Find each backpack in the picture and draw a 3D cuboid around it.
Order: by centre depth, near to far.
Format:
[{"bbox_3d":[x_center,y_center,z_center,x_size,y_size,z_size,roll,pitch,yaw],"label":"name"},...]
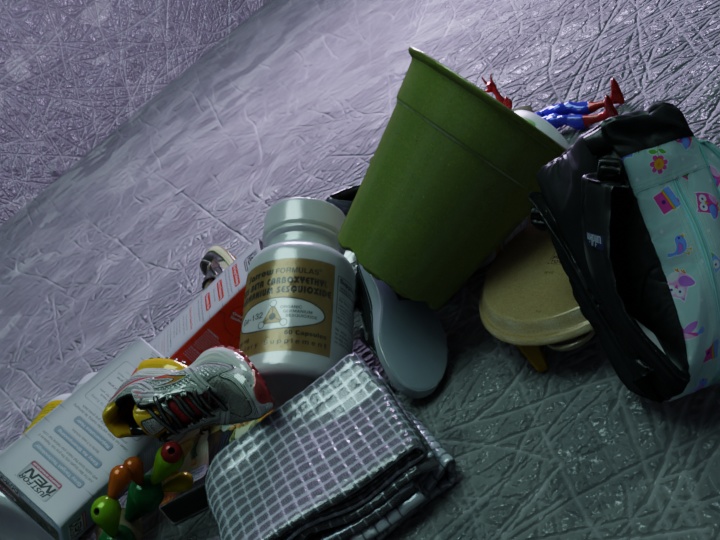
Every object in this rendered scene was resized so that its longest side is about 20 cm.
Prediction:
[{"bbox_3d":[0.220,-0.009,0.691,0.126,0.201,0.167,-21,-7,-6],"label":"backpack"}]

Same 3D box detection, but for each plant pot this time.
[{"bbox_3d":[0.076,-0.074,0.890,0.191,0.199,0.200,-55,22,11],"label":"plant pot"}]

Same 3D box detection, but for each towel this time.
[{"bbox_3d":[-0.034,0.175,0.810,0.199,0.086,0.166,-36,25,-4],"label":"towel"}]

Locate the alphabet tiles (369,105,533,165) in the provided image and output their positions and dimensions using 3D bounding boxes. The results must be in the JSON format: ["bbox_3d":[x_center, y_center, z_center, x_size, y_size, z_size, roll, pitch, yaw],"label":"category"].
[{"bbox_3d":[0.107,-0.139,1.113,0.194,0.015,0.200,-19,-19,1],"label":"alphabet tiles"}]

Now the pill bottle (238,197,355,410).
[{"bbox_3d":[-0.062,0.032,0.965,0.114,0.114,0.201,-18,55,32],"label":"pill bottle"}]

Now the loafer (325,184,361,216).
[{"bbox_3d":[0.049,-0.086,1.078,0.199,0.071,0.068,-22,38,-21],"label":"loafer"}]

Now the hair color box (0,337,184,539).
[{"bbox_3d":[-0.261,0.172,0.964,0.200,0.099,0.061,-43,-18,-36],"label":"hair color box"}]

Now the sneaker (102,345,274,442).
[{"bbox_3d":[-0.161,0.127,0.880,0.199,0.078,0.082,-14,22,38],"label":"sneaker"}]

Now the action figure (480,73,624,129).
[{"bbox_3d":[0.219,-0.211,1.195,0.199,0.099,0.065,-17,28,38],"label":"action figure"}]

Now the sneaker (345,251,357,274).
[{"bbox_3d":[0.000,0.000,1.111,0.199,0.077,0.081,-34,34,3],"label":"sneaker"}]

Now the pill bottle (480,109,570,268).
[{"bbox_3d":[0.131,-0.073,1.026,0.200,0.111,0.111,-39,25,-12],"label":"pill bottle"}]

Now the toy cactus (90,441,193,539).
[{"bbox_3d":[-0.217,0.252,0.889,0.165,0.102,0.201,157,133,-76],"label":"toy cactus"}]

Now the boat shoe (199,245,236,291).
[{"bbox_3d":[-0.188,0.017,1.304,0.065,0.074,0.200,-36,24,-17],"label":"boat shoe"}]

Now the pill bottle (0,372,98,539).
[{"bbox_3d":[-0.336,0.215,1.076,0.112,0.113,0.200,-15,31,36],"label":"pill bottle"}]

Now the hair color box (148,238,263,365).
[{"bbox_3d":[-0.166,0.064,1.098,0.200,0.061,0.102,-44,22,7],"label":"hair color box"}]

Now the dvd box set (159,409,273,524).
[{"bbox_3d":[-0.137,0.166,1.020,0.146,0.029,0.200,-28,25,13],"label":"dvd box set"}]

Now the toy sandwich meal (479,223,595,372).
[{"bbox_3d":[0.197,0.009,0.857,0.204,0.070,0.206,-28,28,16],"label":"toy sandwich meal"}]

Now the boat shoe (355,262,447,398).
[{"bbox_3d":[0.031,0.055,0.956,0.073,0.068,0.200,-5,49,-22],"label":"boat shoe"}]
